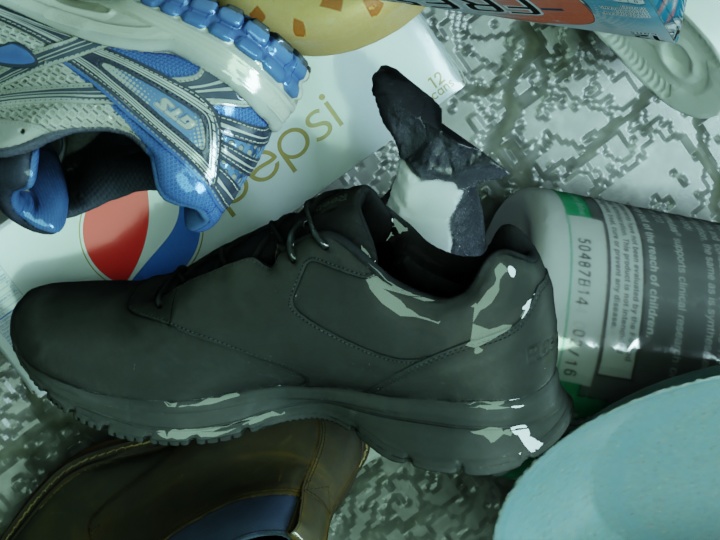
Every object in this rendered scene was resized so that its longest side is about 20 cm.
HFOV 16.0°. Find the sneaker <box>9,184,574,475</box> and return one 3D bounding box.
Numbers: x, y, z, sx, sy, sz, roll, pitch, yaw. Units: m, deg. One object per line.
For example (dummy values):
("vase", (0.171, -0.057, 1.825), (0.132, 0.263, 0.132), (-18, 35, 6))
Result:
("sneaker", (-0.025, 0.012, 0.888), (0.200, 0.076, 0.091), (3, 118, 9))

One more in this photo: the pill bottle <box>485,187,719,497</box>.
("pill bottle", (0.144, 0.039, 0.996), (0.200, 0.113, 0.113), (10, 99, -12))

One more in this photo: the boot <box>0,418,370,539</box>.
("boot", (-0.082, 0.112, 0.952), (0.200, 0.097, 0.075), (-37, 111, 24))

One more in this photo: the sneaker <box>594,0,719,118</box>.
("sneaker", (0.126, -0.167, 0.985), (0.146, 0.081, 0.200), (-37, 85, -26))

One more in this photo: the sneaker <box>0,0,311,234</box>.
("sneaker", (-0.122, -0.062, 0.906), (0.200, 0.077, 0.085), (12, 72, 25))

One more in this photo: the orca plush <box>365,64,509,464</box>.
("orca plush", (0.000, 0.000, 0.969), (0.105, 0.071, 0.200), (11, 132, 3))

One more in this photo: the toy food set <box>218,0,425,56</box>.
("toy food set", (-0.012, -0.190, 0.919), (0.200, 0.049, 0.198), (-46, 73, 6))

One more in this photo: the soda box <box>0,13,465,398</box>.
("soda box", (-0.062, -0.041, 0.968), (0.200, 0.068, 0.064), (-36, 105, -1))

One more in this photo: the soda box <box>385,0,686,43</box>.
("soda box", (0.012, -0.126, 0.844), (0.200, 0.064, 0.069), (10, 84, 18))

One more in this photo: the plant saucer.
("plant saucer", (0.147, 0.085, 0.933), (0.201, 0.039, 0.201), (-1, 139, -1))
